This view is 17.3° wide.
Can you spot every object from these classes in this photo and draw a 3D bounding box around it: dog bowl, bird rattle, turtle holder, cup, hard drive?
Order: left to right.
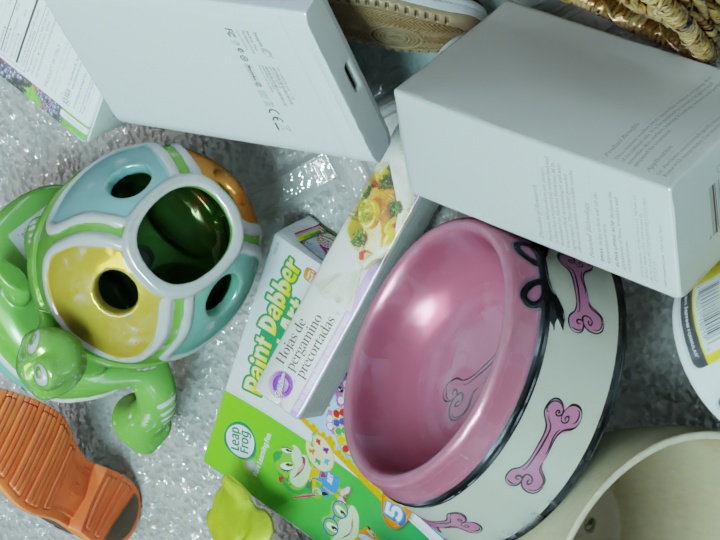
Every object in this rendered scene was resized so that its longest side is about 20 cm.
[{"bbox_3d":[-0.194,0.029,1.650,0.185,0.141,0.132,27,152,-22],"label":"turtle holder"},{"bbox_3d":[-0.149,-0.006,1.515,0.132,0.185,0.141,-20,87,66],"label":"turtle holder"},{"bbox_3d":[-0.089,-0.128,1.445,0.199,0.027,0.132,10,147,31],"label":"hard drive"},{"bbox_3d":[-0.025,0.220,1.589,0.199,0.163,0.113,16,80,29],"label":"bird rattle"},{"bbox_3d":[0.065,0.058,1.391,0.074,0.201,0.200,23,138,-28],"label":"dog bowl"},{"bbox_3d":[0.152,0.179,1.423,0.143,0.200,0.201,17,121,57],"label":"cup"}]

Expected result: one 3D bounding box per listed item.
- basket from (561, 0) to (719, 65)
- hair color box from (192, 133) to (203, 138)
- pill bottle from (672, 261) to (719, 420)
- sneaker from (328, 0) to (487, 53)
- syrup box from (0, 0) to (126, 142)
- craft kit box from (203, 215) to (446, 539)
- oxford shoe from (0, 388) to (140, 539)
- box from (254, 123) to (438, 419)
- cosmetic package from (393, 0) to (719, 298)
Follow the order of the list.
[{"bbox_3d":[0.108,-0.197,1.313,0.200,0.143,0.149,29,123,24],"label":"basket"},{"bbox_3d":[-0.109,-0.199,1.525,0.099,0.061,0.200,-31,88,40],"label":"hair color box"},{"bbox_3d":[0.276,0.010,1.295,0.200,0.112,0.112,-32,89,40],"label":"pill bottle"},{"bbox_3d":[-0.014,-0.203,1.445,0.199,0.109,0.070,11,161,1],"label":"sneaker"},{"bbox_3d":[-0.221,-0.183,1.601,0.200,0.079,0.082,37,127,18],"label":"syrup box"},{"bbox_3d":[0.003,0.097,1.577,0.197,0.048,0.200,34,125,24],"label":"craft kit box"},{"bbox_3d":[-0.238,0.141,1.695,0.073,0.071,0.200,13,155,35],"label":"oxford shoe"},{"bbox_3d":[0.000,0.000,1.496,0.039,0.041,0.200,34,105,21],"label":"box"},{"bbox_3d":[0.129,-0.073,1.346,0.200,0.113,0.081,24,139,38],"label":"cosmetic package"}]
